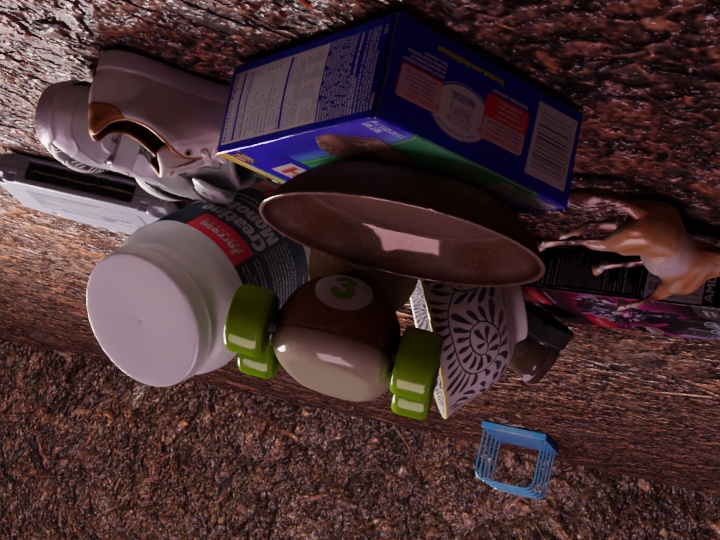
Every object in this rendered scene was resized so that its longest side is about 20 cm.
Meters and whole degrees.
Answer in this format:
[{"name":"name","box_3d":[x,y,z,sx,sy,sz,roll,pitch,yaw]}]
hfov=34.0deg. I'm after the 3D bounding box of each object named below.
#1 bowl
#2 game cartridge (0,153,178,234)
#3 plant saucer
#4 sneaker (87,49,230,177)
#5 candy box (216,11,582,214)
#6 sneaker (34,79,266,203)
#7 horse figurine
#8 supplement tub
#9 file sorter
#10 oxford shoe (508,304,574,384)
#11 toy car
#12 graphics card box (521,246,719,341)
[{"name":"bowl","box_3d":[0.100,0.030,1.105,0.094,0.201,0.201,-13,167,-2]},{"name":"game cartridge","box_3d":[-0.298,-0.079,1.330,0.200,0.041,0.133,13,164,6]},{"name":"plant saucer","box_3d":[0.031,-0.034,0.812,0.200,0.037,0.200,12,167,3]},{"name":"sneaker","box_3d":[-0.116,-0.101,0.925,0.200,0.085,0.073,15,166,-10]},{"name":"candy box","box_3d":[0.022,-0.094,0.818,0.169,0.077,0.200,21,167,-33]},{"name":"sneaker","box_3d":[-0.168,-0.107,0.987,0.115,0.075,0.200,5,169,33]},{"name":"horse figurine","box_3d":[0.228,-0.019,0.954,0.132,0.050,0.200,-14,145,40]},{"name":"supplement tub","box_3d":[-0.134,0.008,1.066,0.140,0.140,0.200,7,-156,30]},{"name":"file sorter","box_3d":[0.331,0.409,2.516,0.139,0.123,0.200,10,167,20]},{"name":"oxford shoe","box_3d":[0.124,0.051,1.212,0.073,0.084,0.200,17,-165,-39]},{"name":"toy car","box_3d":[0.000,0.000,0.966,0.164,0.200,0.158,14,164,6]},{"name":"graphics card box","box_3d":[0.260,0.021,1.105,0.200,0.051,0.125,6,164,31]}]
